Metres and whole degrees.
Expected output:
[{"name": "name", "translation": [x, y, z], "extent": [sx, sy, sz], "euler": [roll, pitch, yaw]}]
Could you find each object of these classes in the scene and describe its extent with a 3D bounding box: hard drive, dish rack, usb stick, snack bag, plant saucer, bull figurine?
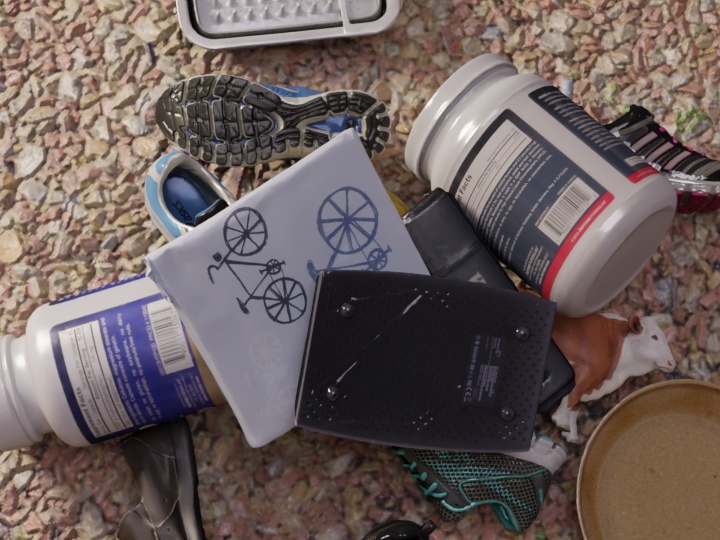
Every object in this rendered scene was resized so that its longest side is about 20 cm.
[{"name": "hard drive", "translation": [0.048, 0.069, 1.419], "extent": [0.198, 0.042, 0.136], "euler": [8, 97, -20]}, {"name": "dish rack", "translation": [-0.072, -0.277, 1.634], "extent": [0.198, 0.044, 0.173], "euler": [-7, 74, -9]}, {"name": "usb stick", "translation": [0.103, 0.025, 1.476], "extent": [0.055, 0.033, 0.201], "euler": [-37, 97, -14]}, {"name": "snack bag", "translation": [-0.044, 0.019, 1.412], "extent": [0.199, 0.021, 0.189], "euler": [-33, 109, -11]}, {"name": "plant saucer", "translation": [0.272, 0.193, 1.523], "extent": [0.198, 0.035, 0.202], "euler": [2, 78, -9]}, {"name": "bull figurine", "translation": [0.163, 0.073, 1.539], "extent": [0.199, 0.065, 0.122], "euler": [20, 73, -1]}]

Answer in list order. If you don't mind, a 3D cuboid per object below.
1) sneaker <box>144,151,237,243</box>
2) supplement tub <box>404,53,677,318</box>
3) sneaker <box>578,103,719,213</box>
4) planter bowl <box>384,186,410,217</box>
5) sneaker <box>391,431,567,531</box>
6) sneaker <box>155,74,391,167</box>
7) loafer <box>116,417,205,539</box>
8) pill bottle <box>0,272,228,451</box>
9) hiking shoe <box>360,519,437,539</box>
[{"name": "sneaker", "translation": [-0.110, -0.014, 1.518], "extent": [0.072, 0.073, 0.200], "euler": [-40, 85, -18]}, {"name": "supplement tub", "translation": [0.148, -0.071, 1.503], "extent": [0.140, 0.141, 0.200], "euler": [-41, 69, -17]}, {"name": "sneaker", "translation": [0.259, -0.103, 1.601], "extent": [0.198, 0.074, 0.088], "euler": [5, 78, 0]}, {"name": "planter bowl", "translation": [0.000, 0.000, 1.496], "extent": [0.199, 0.083, 0.202], "euler": [8, 74, -28]}, {"name": "sneaker", "translation": [0.070, 0.159, 1.493], "extent": [0.198, 0.078, 0.092], "euler": [17, 82, -9]}, {"name": "sneaker", "translation": [-0.078, -0.123, 1.562], "extent": [0.198, 0.089, 0.079], "euler": [6, 91, -11]}, {"name": "loafer", "translation": [-0.159, 0.217, 1.458], "extent": [0.071, 0.073, 0.201], "euler": [-7, 64, -5]}, {"name": "pill bottle", "translation": [-0.204, 0.074, 1.460], "extent": [0.198, 0.120, 0.121], "euler": [-17, 75, 2]}, {"name": "hiking shoe", "translation": [-0.020, 0.267, 1.437], "extent": [0.076, 0.101, 0.200], "euler": [41, 72, 8]}]
